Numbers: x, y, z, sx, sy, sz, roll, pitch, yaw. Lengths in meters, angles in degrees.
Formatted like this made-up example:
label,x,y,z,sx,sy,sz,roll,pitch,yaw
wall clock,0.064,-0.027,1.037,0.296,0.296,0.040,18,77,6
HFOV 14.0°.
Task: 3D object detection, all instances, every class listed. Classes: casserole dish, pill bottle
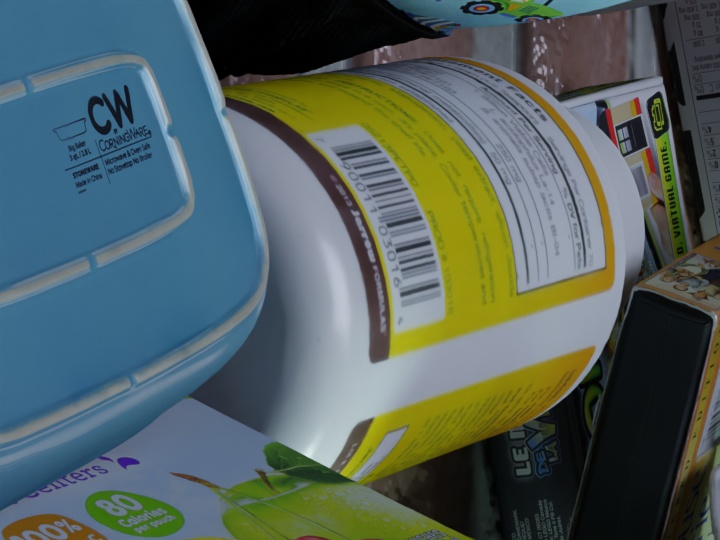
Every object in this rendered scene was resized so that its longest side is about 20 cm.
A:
label,x,y,z,sx,sy,sz,roll,pitch,yaw
casserole dish,-0.075,-0.015,0.601,0.200,0.039,0.122,-28,100,-62
pill bottle,0.000,0.000,0.792,0.200,0.109,0.110,-14,96,-58

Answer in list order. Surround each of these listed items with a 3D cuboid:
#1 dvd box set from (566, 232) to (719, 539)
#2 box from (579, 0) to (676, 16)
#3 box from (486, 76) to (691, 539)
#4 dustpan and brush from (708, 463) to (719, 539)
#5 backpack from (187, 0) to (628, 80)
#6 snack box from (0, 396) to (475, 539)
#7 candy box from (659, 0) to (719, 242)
label,x,y,z,sx,sy,sz,roll,pitch,yaw
dvd box set,0.119,0.051,0.919,0.200,0.029,0.147,-27,133,-58
box,0.133,-0.165,0.947,0.097,0.199,0.125,14,72,-56
box,0.080,0.042,0.978,0.110,0.035,0.201,-19,100,-58
dustpan and brush,0.105,0.159,0.783,0.200,0.057,0.140,-121,-150,-56
backpack,0.014,-0.151,0.759,0.134,0.199,0.184,21,68,-54
snack box,-0.085,0.072,0.614,0.200,0.142,0.053,-17,126,-58
candy box,0.171,-0.088,1.122,0.136,0.061,0.201,-22,104,-57
